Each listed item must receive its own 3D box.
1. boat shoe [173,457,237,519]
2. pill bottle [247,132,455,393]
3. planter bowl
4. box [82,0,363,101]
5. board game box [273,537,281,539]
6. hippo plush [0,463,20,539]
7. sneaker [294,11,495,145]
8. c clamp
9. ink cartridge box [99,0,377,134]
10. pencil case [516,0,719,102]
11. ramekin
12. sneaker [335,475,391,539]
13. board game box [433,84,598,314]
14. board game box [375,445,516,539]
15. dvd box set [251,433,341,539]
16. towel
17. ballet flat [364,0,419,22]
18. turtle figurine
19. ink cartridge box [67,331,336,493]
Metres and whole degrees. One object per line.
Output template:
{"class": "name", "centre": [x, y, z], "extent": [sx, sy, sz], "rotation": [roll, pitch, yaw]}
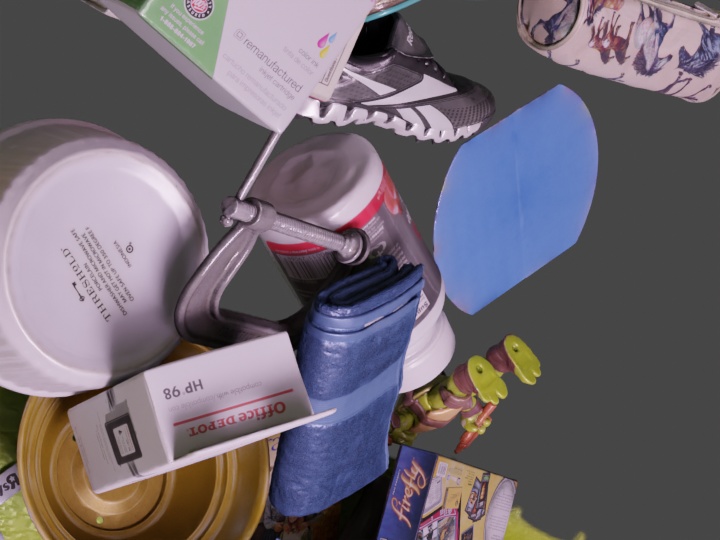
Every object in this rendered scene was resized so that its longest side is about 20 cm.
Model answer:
{"class": "boat shoe", "centre": [-0.134, 0.231, 1.679], "extent": [0.072, 0.068, 0.201], "rotation": [26, 106, -13]}
{"class": "pill bottle", "centre": [0.000, 0.000, 1.669], "extent": [0.111, 0.111, 0.200], "rotation": [-39, 128, -13]}
{"class": "planter bowl", "centre": [-0.175, 0.146, 1.613], "extent": [0.199, 0.083, 0.202], "rotation": [7, 75, -27]}
{"class": "box", "centre": [-0.097, -0.218, 1.506], "extent": [0.199, 0.109, 0.128], "rotation": [20, 98, -38]}
{"class": "board game box", "centre": [-0.050, 0.284, 1.668], "extent": [0.135, 0.200, 0.035], "rotation": [27, 53, -13]}
{"class": "hippo plush", "centre": [-0.280, 0.234, 1.552], "extent": [0.200, 0.161, 0.160], "rotation": [-41, 127, -12]}
{"class": "sneaker", "centre": [0.031, -0.151, 1.642], "extent": [0.199, 0.067, 0.091], "rotation": [4, 123, -33]}
{"class": "c clamp", "centre": [-0.053, -0.008, 1.518], "extent": [0.171, 0.027, 0.200], "rotation": [-53, 150, 6]}
{"class": "ink cartridge box", "centre": [-0.059, -0.216, 1.408], "extent": [0.145, 0.087, 0.200], "rotation": [40, 83, -38]}
{"class": "pencil case", "centre": [0.219, -0.197, 1.748], "extent": [0.199, 0.078, 0.090], "rotation": [11, 125, -37]}
{"class": "ramekin", "centre": [-0.197, -0.008, 1.508], "extent": [0.201, 0.094, 0.204], "rotation": [-2, 94, -33]}
{"class": "sneaker", "centre": [0.026, 0.267, 1.835], "extent": [0.201, 0.074, 0.107], "rotation": [77, 32, -50]}
{"class": "board game box", "centre": [0.116, -0.065, 1.763], "extent": [0.200, 0.039, 0.159], "rotation": [-33, 131, -33]}
{"class": "board game box", "centre": [0.066, 0.223, 1.761], "extent": [0.200, 0.034, 0.136], "rotation": [28, 76, -65]}
{"class": "dvd box set", "centre": [-0.080, 0.181, 1.749], "extent": [0.146, 0.029, 0.201], "rotation": [-8, 115, -31]}
{"class": "towel", "centre": [-0.010, 0.090, 1.602], "extent": [0.111, 0.048, 0.201], "rotation": [-29, 142, -44]}
{"class": "ballet flat", "centre": [0.051, -0.233, 1.617], "extent": [0.200, 0.068, 0.076], "rotation": [-18, 96, -48]}
{"class": "turtle figurine", "centre": [0.072, 0.106, 1.765], "extent": [0.199, 0.065, 0.161], "rotation": [-5, 159, -44]}
{"class": "ink cartridge box", "centre": [-0.112, 0.096, 1.495], "extent": [0.115, 0.200, 0.067], "rotation": [-15, 85, -29]}
